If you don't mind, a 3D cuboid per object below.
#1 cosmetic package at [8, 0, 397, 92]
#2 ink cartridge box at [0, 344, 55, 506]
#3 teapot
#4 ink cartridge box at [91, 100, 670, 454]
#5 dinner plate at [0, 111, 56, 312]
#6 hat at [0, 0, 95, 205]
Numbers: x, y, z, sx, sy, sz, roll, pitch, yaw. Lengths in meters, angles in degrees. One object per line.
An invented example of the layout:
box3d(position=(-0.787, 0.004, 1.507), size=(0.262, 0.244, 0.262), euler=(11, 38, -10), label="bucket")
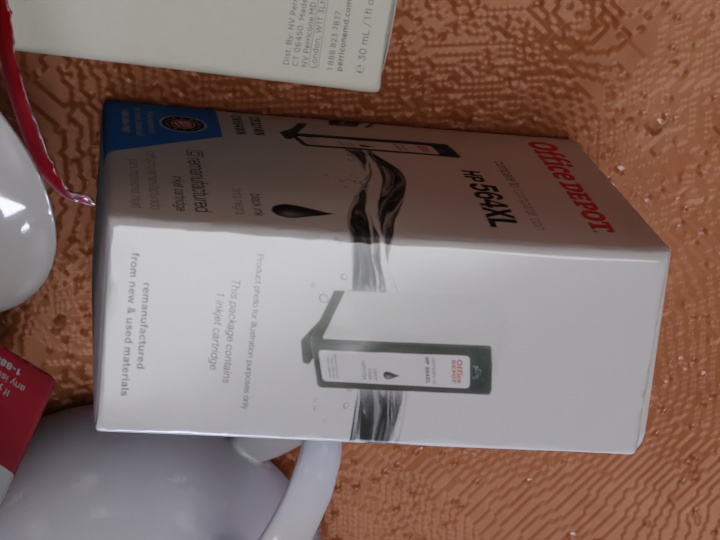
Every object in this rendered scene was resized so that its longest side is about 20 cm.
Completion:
box3d(position=(-0.090, -0.120, 0.691), size=(0.199, 0.104, 0.074), euler=(6, 109, -11), label="cosmetic package")
box3d(position=(-0.231, 0.105, 0.688), size=(0.145, 0.201, 0.144), euler=(35, 141, -20), label="ink cartridge box")
box3d(position=(-0.095, 0.157, 0.780), size=(0.196, 0.146, 0.201), euler=(-9, 112, -4), label="teapot")
box3d(position=(0.000, 0.000, 0.729), size=(0.199, 0.146, 0.085), euler=(3, 110, -10), label="ink cartridge box")
box3d(position=(-0.202, -0.042, 0.682), size=(0.199, 0.024, 0.201), euler=(17, 144, 12), label="dinner plate")
box3d(position=(-0.151, -0.161, 0.615), size=(0.165, 0.201, 0.176), euler=(7, 145, 15), label="hat")
